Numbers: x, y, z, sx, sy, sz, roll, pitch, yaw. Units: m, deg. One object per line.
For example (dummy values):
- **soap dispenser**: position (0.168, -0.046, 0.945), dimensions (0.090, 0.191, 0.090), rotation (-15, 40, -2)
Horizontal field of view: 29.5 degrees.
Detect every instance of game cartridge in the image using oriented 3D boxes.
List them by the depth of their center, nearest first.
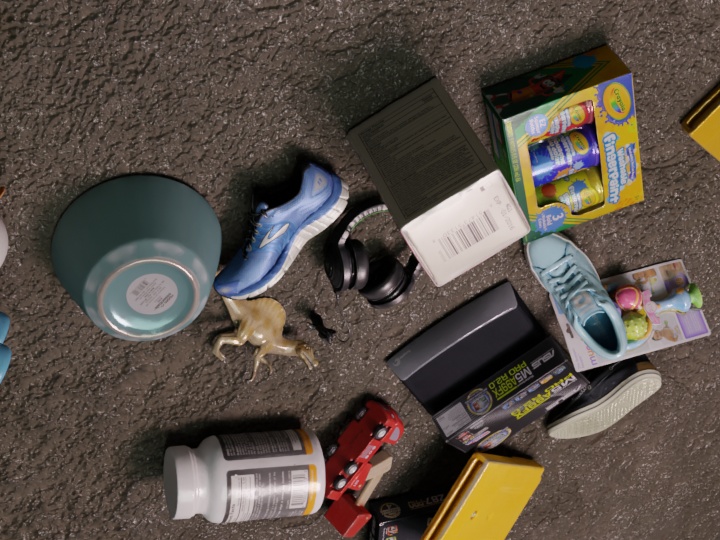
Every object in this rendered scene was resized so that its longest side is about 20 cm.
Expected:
- **game cartridge**: position (0.534, -0.199, 1.770), dimensions (0.200, 0.032, 0.176), rotation (30, 111, -39)
- **game cartridge**: position (0.176, 0.349, 1.990), dimensions (0.177, 0.032, 0.200), rotation (-59, 149, 8)

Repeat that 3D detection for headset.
- **headset**: position (0.000, 0.000, 1.706), dimensions (0.123, 0.094, 0.200), rotation (23, 100, -30)

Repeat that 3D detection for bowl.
- **bowl**: position (-0.250, 0.003, 1.566), dimensions (0.200, 0.105, 0.201), rotation (-8, 128, -11)

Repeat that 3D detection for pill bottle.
- **pill bottle**: position (-0.155, 0.274, 1.818), dimensions (0.199, 0.117, 0.117), rotation (-2, 127, -19)

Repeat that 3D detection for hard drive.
- **hard drive**: position (0.149, 0.113, 1.857), dimensions (0.200, 0.042, 0.135), rotation (-34, 131, 6)

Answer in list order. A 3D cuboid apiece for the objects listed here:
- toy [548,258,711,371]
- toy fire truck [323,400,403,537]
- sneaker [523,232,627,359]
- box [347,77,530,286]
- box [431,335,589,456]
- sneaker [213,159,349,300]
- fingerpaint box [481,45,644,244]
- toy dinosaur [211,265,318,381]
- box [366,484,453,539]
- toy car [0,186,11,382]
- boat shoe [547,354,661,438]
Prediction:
- **toy**: position (0.369, 0.053, 1.846), dimensions (0.199, 0.115, 0.047), rotation (-13, 162, -13)
- **toy fire truck**: position (0.002, 0.278, 1.915), dimensions (0.200, 0.049, 0.141), rotation (-52, 146, 8)
- **sneaker**: position (0.286, 0.030, 1.769), dimensions (0.074, 0.082, 0.200), rotation (-39, 97, 4)
- **box**: position (0.087, -0.102, 1.555), dimensions (0.128, 0.200, 0.109), rotation (-31, 132, 5)
- **box**: position (0.211, 0.179, 1.893), dimensions (0.200, 0.044, 0.160), rotation (-35, 155, 7)
- **sneaker**: position (-0.109, -0.052, 1.611), dimensions (0.089, 0.079, 0.200), rotation (38, 98, -31)
- **fingerpaint box**: position (0.250, -0.150, 1.666), dimensions (0.166, 0.073, 0.200), rotation (-20, 132, -5)
- **toy dinosaur**: position (-0.144, 0.071, 1.713), dimensions (0.101, 0.058, 0.200), rotation (-48, 117, -3)
- **box**: position (0.088, 0.418, 2.073), dimensions (0.161, 0.049, 0.200), rotation (-10, 129, -20)
- **toy car**: position (-0.437, -0.002, 1.465), dimensions (0.184, 0.177, 0.200), rotation (27, 101, -23)
- **boat shoe**: position (0.349, 0.183, 1.981), dimensions (0.074, 0.062, 0.200), rotation (18, 134, -37)
